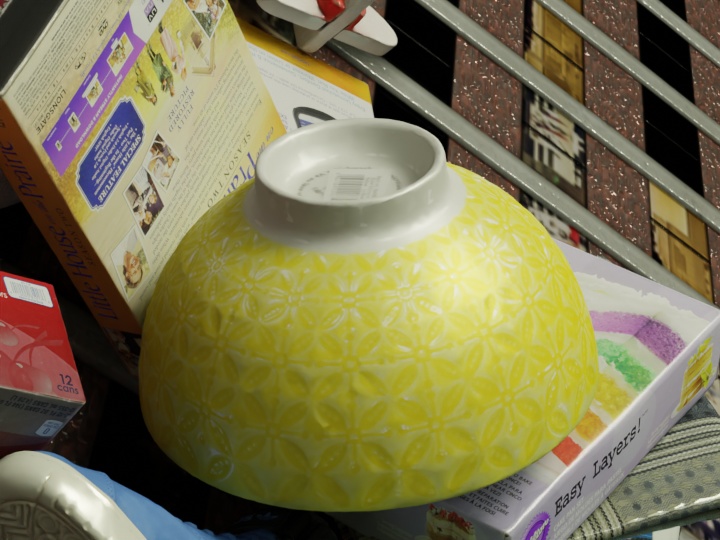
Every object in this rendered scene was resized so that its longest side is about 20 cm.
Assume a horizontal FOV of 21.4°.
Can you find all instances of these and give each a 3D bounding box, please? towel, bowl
[{"bbox_3d":[0.068,0.075,0.921,0.200,0.035,0.193,-12,40,-14],"label":"towel"},{"bbox_3d":[0.000,0.000,0.805,0.200,0.108,0.200,-3,29,2],"label":"bowl"}]

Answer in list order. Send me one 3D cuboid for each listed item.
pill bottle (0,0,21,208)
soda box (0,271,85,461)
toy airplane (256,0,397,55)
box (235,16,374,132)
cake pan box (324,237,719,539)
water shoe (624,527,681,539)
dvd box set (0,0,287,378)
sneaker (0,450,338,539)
[{"bbox_3d":[-0.173,-0.081,0.854,0.110,0.110,0.200,52,32,6],"label":"pill bottle"},{"bbox_3d":[-0.204,0.027,0.690,0.200,0.070,0.063,18,38,-41],"label":"soda box"},{"bbox_3d":[-0.023,-0.224,1.121,0.199,0.141,0.200,38,22,2],"label":"toy airplane"},{"bbox_3d":[-0.038,-0.045,1.046,0.119,0.041,0.200,24,42,-33],"label":"box"},{"bbox_3d":[0.040,0.046,0.893,0.200,0.052,0.184,26,44,31],"label":"cake pan box"},{"bbox_3d":[0.127,0.158,1.019,0.079,0.072,0.200,17,37,2],"label":"water shoe"},{"bbox_3d":[-0.096,-0.064,0.854,0.146,0.029,0.200,-63,148,-29],"label":"dvd box set"},{"bbox_3d":[-0.068,0.124,0.779,0.200,0.077,0.111,47,36,-19],"label":"sneaker"}]
